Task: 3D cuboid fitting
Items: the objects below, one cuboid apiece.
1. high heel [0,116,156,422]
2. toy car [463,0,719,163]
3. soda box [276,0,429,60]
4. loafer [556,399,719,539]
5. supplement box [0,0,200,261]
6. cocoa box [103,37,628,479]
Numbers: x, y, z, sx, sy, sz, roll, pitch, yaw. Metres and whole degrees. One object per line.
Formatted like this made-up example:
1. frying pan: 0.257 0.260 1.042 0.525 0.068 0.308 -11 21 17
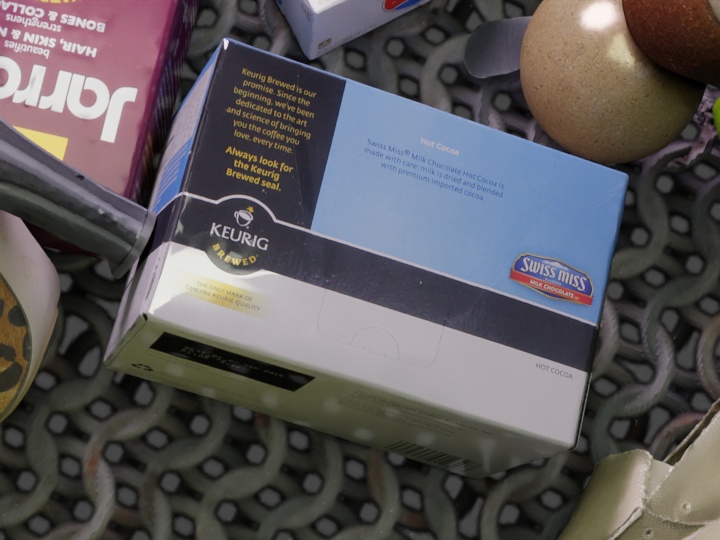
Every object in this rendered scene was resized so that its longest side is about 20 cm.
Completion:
1. high heel: -0.198 -0.001 0.854 0.142 0.200 0.072 30 38 -19
2. toy car: 0.140 -0.101 0.927 0.157 0.199 0.166 5 66 -49
3. soda box: 0.047 -0.186 0.975 0.199 0.068 0.064 -28 80 -10
4. loafer: 0.123 0.124 0.908 0.199 0.076 0.069 -28 78 -19
5. supplement box: -0.149 -0.119 0.929 0.130 0.103 0.202 12 77 -2
6. cocoa box: 0.000 0.000 0.878 0.198 0.133 0.132 17 74 -12
